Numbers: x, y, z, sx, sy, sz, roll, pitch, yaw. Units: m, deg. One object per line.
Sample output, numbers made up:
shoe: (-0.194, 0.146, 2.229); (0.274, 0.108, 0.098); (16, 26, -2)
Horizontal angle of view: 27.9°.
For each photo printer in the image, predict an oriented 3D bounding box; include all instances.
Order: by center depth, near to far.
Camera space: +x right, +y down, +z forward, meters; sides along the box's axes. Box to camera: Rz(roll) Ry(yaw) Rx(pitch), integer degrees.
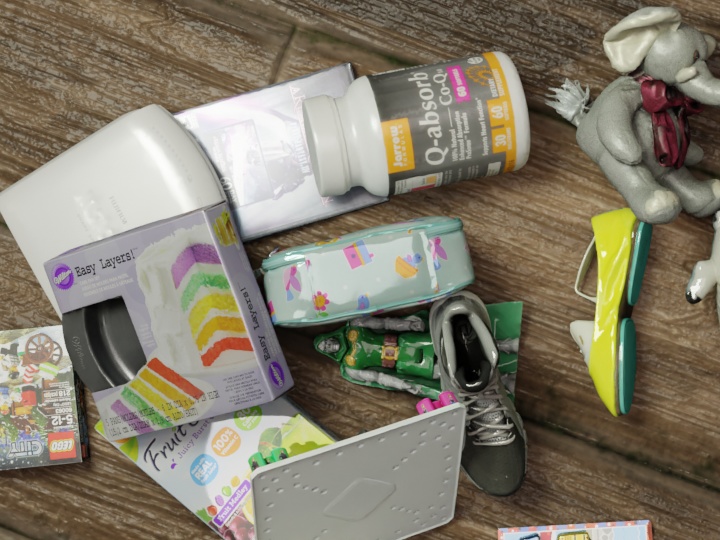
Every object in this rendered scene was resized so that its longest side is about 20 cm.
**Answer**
photo printer: (-0.230, -0.053, 1.401); (0.200, 0.069, 0.167); (-30, 87, 10)

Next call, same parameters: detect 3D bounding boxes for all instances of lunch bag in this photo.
lunch bag: (0.000, 0.000, 1.358); (0.199, 0.160, 0.077); (-11, 93, -3)

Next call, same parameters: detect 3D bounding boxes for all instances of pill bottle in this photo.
pill bottle: (0.051, -0.133, 1.365); (0.199, 0.116, 0.117); (-12, 88, -6)

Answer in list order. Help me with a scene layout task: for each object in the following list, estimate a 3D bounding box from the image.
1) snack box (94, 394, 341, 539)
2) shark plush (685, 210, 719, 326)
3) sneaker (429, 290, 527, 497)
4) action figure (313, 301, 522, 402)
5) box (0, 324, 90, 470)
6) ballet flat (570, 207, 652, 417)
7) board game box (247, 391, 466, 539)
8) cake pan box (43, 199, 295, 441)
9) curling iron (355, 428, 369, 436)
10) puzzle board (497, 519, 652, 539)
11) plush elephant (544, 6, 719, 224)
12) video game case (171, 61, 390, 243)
snack box: (-0.135, 0.161, 1.405); (0.200, 0.053, 0.142); (39, 89, 8)
shark plush: (0.359, -0.035, 1.380); (0.091, 0.083, 0.201); (-4, 83, 22)
sneaker: (0.105, 0.120, 1.318); (0.075, 0.115, 0.200); (-17, 93, 2)
action figure: (0.053, 0.081, 1.405); (0.199, 0.055, 0.118); (5, 92, 7)
box: (-0.374, 0.129, 1.431); (0.199, 0.038, 0.137); (-6, 88, 3)
ballet flat: (0.237, 0.039, 1.396); (0.067, 0.067, 0.201); (5, 86, 24)
board game box: (-0.005, 0.200, 1.322); (0.200, 0.200, 0.026); (-16, 52, -14)
cake pan box: (-0.179, 0.049, 1.321); (0.200, 0.052, 0.185); (-15, 96, 27)
curling iron: (-0.046, 0.242, 1.414); (0.050, 0.026, 0.200); (31, 86, 40)
puzzle board: (0.214, 0.346, 1.406); (0.150, 0.017, 0.201); (-4, 89, 3)
plush elephant: (0.283, -0.157, 1.342); (0.200, 0.165, 0.155); (49, 118, 26)
video game case: (-0.085, -0.110, 1.432); (0.200, 0.019, 0.143); (-16, 88, 3)
